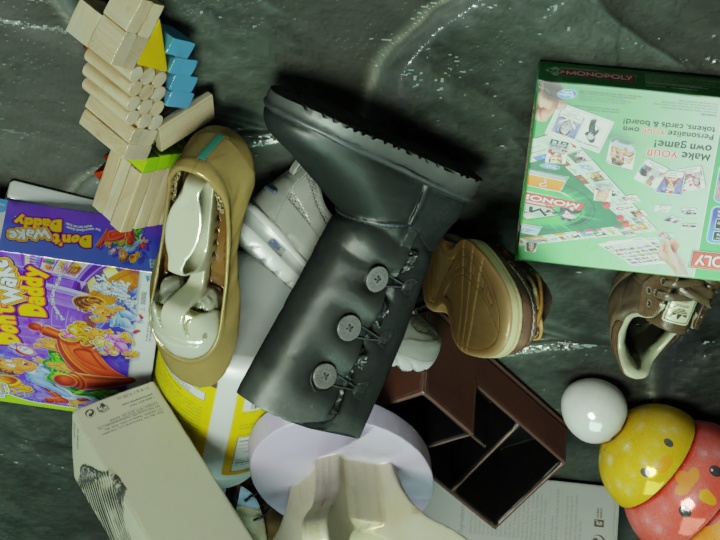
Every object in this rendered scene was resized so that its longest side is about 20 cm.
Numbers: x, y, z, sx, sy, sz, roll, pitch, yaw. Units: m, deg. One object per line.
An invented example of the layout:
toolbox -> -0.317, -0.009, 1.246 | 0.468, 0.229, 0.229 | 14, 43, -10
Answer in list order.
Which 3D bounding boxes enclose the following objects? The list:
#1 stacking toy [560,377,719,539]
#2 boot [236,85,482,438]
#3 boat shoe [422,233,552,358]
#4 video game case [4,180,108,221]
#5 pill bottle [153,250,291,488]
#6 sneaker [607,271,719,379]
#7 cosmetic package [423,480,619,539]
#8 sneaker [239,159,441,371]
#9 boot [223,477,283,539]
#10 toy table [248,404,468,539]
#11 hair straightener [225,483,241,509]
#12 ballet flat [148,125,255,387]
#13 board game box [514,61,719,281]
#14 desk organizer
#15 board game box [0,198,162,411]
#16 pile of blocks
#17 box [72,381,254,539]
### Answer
stacking toy -> 0.231, 0.154, 1.699 | 0.200, 0.146, 0.146 | 36, 137, -14
boot -> -0.031, -0.002, 1.448 | 0.164, 0.066, 0.201 | 23, 102, -24
boat shoe -> 0.095, 0.014, 1.479 | 0.072, 0.073, 0.200 | 4, -173, -12
video game case -> -0.207, 0.012, 1.628 | 0.143, 0.018, 0.200 | 14, 144, -12
pill bottle -> -0.098, 0.081, 1.629 | 0.109, 0.110, 0.200 | 9, 145, -5
sneaker -> 0.227, 0.002, 1.506 | 0.070, 0.076, 0.200 | 13, 144, -10
cosmetic package -> 0.108, 0.221, 1.834 | 0.199, 0.074, 0.102 | 7, 145, 1
sneaker -> 0.000, 0.000, 1.527 | 0.082, 0.075, 0.200 | -50, 128, 0
boot -> -0.078, 0.202, 1.798 | 0.199, 0.075, 0.097 | 21, 140, 15
toy table -> -0.007, 0.185, 1.602 | 0.183, 0.118, 0.200 | -21, 145, 21
hair straightener -> -0.132, 0.179, 1.702 | 0.077, 0.200, 0.041 | 13, 128, -5
ballet flat -> -0.114, 0.000, 1.455 | 0.068, 0.063, 0.201 | 17, 121, 16
board game box -> 0.205, -0.059, 1.419 | 0.199, 0.029, 0.135 | 6, 123, 1
desk organizer -> 0.078, 0.114, 1.682 | 0.072, 0.077, 0.200 | -19, 138, 31
board game box -> -0.211, 0.031, 1.600 | 0.134, 0.045, 0.200 | 8, 145, -4
pile of blocks -> -0.145, -0.115, 1.420 | 0.062, 0.082, 0.201 | 39, 146, 30
box -> -0.133, 0.179, 1.557 | 0.068, 0.200, 0.082 | -19, 139, -22
